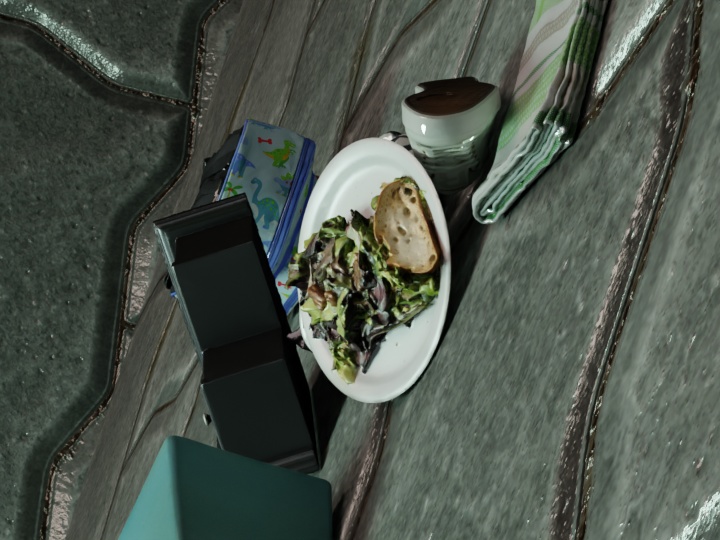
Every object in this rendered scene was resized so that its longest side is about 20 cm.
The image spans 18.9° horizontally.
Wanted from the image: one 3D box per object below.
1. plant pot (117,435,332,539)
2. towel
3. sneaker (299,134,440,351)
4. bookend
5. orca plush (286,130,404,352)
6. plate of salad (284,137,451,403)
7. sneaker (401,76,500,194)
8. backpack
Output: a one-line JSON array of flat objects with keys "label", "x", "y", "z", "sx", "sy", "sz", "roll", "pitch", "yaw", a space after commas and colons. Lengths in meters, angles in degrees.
[{"label": "plant pot", "x": -0.103, "y": 0.255, "z": 1.625, "sx": 0.201, "sy": 0.140, "sz": 0.142, "roll": -99, "pitch": 32, "yaw": -57}, {"label": "towel", "x": 0.130, "y": -0.146, "z": 1.524, "sx": 0.149, "sy": 0.030, "sz": 0.201, "roll": 131, "pitch": 158, "yaw": -60}, {"label": "sneaker", "x": 0.006, "y": -0.008, "z": 1.738, "sx": 0.200, "sy": 0.079, "sz": 0.130, "roll": -56, "pitch": 4, "yaw": 12}, {"label": "bookend", "x": -0.110, "y": 0.063, "z": 1.878, "sx": 0.200, "sy": 0.091, "sz": 0.200, "roll": -103, "pitch": -4, "yaw": -71}, {"label": "orca plush", "x": 0.010, "y": -0.018, "z": 1.870, "sx": 0.105, "sy": 0.071, "sz": 0.202, "roll": 8, "pitch": 85, "yaw": 34}, {"label": "plate of salad", "x": 0.000, "y": 0.000, "z": 1.635, "sx": 0.199, "sy": 0.048, "sz": 0.202, "roll": 1, "pitch": 91, "yaw": 54}, {"label": "sneaker", "x": 0.072, "y": -0.096, "z": 1.615, "sx": 0.200, "sy": 0.072, "sz": 0.085, "roll": -59, "pitch": -36, "yaw": -80}, {"label": "backpack", "x": -0.102, "y": -0.053, "z": 2.204, "sx": 0.200, "sy": 0.146, "sz": 0.184, "roll": 124, "pitch": 165, "yaw": -68}]
